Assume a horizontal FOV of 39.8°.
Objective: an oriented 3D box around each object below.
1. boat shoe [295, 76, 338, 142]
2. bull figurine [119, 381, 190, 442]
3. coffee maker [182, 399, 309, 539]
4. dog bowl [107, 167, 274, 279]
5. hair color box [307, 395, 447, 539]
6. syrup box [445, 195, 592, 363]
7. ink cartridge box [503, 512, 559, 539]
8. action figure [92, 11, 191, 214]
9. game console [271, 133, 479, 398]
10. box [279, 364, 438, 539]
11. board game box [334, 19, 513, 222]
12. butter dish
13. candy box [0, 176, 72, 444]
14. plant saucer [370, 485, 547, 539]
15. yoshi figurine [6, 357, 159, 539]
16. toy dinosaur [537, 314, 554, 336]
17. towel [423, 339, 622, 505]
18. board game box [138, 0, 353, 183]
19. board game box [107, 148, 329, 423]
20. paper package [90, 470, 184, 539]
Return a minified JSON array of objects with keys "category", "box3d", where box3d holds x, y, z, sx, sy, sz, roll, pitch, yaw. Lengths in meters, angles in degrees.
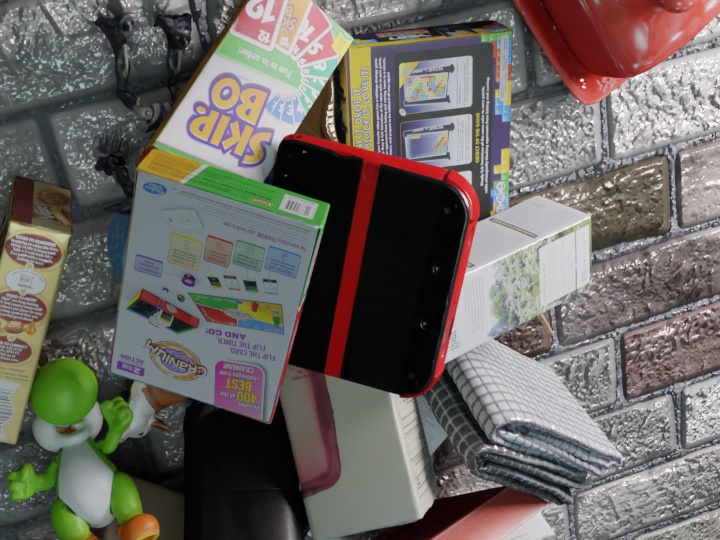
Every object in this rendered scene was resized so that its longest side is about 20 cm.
[{"category":"boat shoe","box3d":[-0.055,-0.128,0.895,0.071,0.065,0.203,-19,90,-19]},{"category":"bull figurine","box3d":[-0.165,0.088,0.957,0.198,0.066,0.122,-30,155,-12]},{"category":"coffee maker","box3d":[-0.116,0.224,0.919,0.132,0.203,0.193,-14,142,7]},{"category":"dog bowl","box3d":[-0.140,-0.036,0.931,0.198,0.050,0.113,-27,118,-4]},{"category":"hair color box","box3d":[-0.001,0.195,1.067,0.110,0.064,0.201,37,97,-27]},{"category":"syrup box","box3d":[0.122,0.005,0.935,0.198,0.081,0.080,-23,120,-27]},{"category":"ink cartridge box","box3d":[0.169,0.364,1.116,0.143,0.200,0.085,-17,119,-10]},{"category":"action figure","box3d":[-0.172,-0.116,0.861,0.117,0.102,0.204,-7,99,-16]},{"category":"game console","box3d":[0.000,0.000,0.841,0.174,0.031,0.203,15,109,11]},{"category":"box","box3d":[-0.006,0.136,0.947,0.107,0.128,0.204,-14,85,11]},{"category":"board game box","box3d":[0.060,-0.127,0.952,0.162,0.057,0.203,-8,115,-12]},{"category":"butter dish","box3d":[0.257,-0.266,0.902,0.199,0.148,0.200,-40,118,2]},{"category":"candy box","box3d":[-0.303,0.033,0.872,0.054,0.116,0.203,14,108,-23]},{"category":"plant saucer","box3d":[0.067,0.284,1.042,0.198,0.199,0.037,-25,86,-35]},{"category":"yoshi figurine","box3d":[-0.255,0.163,0.897,0.112,0.202,0.112,-39,155,26]},{"category":"toy dinosaur","box3d":[0.121,0.021,1.045,0.196,0.061,0.107,-2,142,-12]},{"category":"towel","box3d":[0.150,0.147,1.021,0.198,0.166,0.086,25,110,-37]},{"category":"board game box","box3d":[-0.094,-0.142,0.828,0.095,0.030,0.202,36,80,-23]},{"category":"board game box","box3d":[-0.121,0.018,0.818,0.150,0.041,0.203,17,121,0]},{"category":"paper package","box3d":[-0.193,0.326,0.987,0.198,0.193,0.103,26,133,-24]}]
